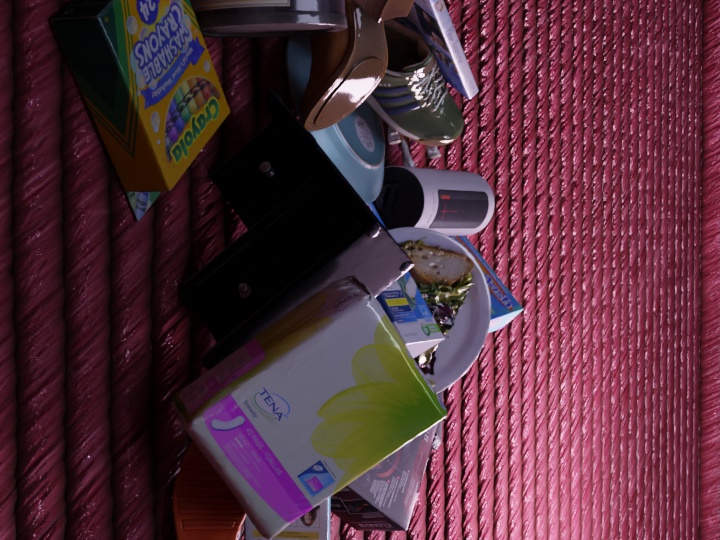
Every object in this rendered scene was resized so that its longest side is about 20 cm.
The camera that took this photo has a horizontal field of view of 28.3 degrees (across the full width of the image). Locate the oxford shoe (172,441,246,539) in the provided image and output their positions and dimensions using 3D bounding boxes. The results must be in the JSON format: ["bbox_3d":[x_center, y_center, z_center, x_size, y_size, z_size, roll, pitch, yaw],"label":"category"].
[{"bbox_3d":[-0.141,0.242,1.309,0.073,0.071,0.200,113,-17,-66],"label":"oxford shoe"}]

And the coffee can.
[{"bbox_3d":[-0.088,-0.316,1.284,0.146,0.146,0.200,-14,103,-64],"label":"coffee can"}]

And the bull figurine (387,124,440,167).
[{"bbox_3d":[0.054,-0.187,1.623,0.200,0.065,0.122,34,41,-73],"label":"bull figurine"}]

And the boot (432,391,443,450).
[{"bbox_3d":[0.080,0.135,1.727,0.200,0.076,0.169,21,68,-56],"label":"boot"}]

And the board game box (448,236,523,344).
[{"bbox_3d":[0.104,0.012,1.720,0.152,0.045,0.200,52,23,12],"label":"board game box"}]

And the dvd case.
[{"bbox_3d":[0.049,-0.267,1.453,0.018,0.143,0.200,-43,151,-5],"label":"dvd case"}]

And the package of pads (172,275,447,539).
[{"bbox_3d":[-0.046,0.116,1.246,0.155,0.200,0.068,58,-6,-26],"label":"package of pads"}]

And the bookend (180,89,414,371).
[{"bbox_3d":[-0.091,-0.026,1.323,0.200,0.199,0.092,54,4,34],"label":"bookend"}]

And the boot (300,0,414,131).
[{"bbox_3d":[-0.041,-0.252,1.389,0.077,0.155,0.200,-19,146,-43],"label":"boot"}]

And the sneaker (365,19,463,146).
[{"bbox_3d":[0.049,-0.199,1.470,0.200,0.090,0.067,36,63,-27],"label":"sneaker"}]

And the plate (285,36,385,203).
[{"bbox_3d":[-0.016,-0.168,1.506,0.200,0.026,0.200,49,29,-40],"label":"plate"}]

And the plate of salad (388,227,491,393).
[{"bbox_3d":[0.052,0.053,1.565,0.048,0.200,0.201,-139,-140,-70],"label":"plate of salad"}]

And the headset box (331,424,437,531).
[{"bbox_3d":[-0.003,0.174,1.497,0.200,0.075,0.149,42,54,-37],"label":"headset box"}]

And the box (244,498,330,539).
[{"bbox_3d":[-0.069,0.230,1.374,0.049,0.082,0.200,-80,172,-72],"label":"box"}]

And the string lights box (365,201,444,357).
[{"bbox_3d":[0.000,0.000,1.477,0.200,0.059,0.103,62,23,12],"label":"string lights box"}]

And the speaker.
[{"bbox_3d":[0.082,-0.080,1.670,0.200,0.081,0.081,-2,93,-61],"label":"speaker"}]

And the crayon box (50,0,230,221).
[{"bbox_3d":[-0.177,-0.158,1.214,0.126,0.051,0.200,-61,143,-44],"label":"crayon box"}]
